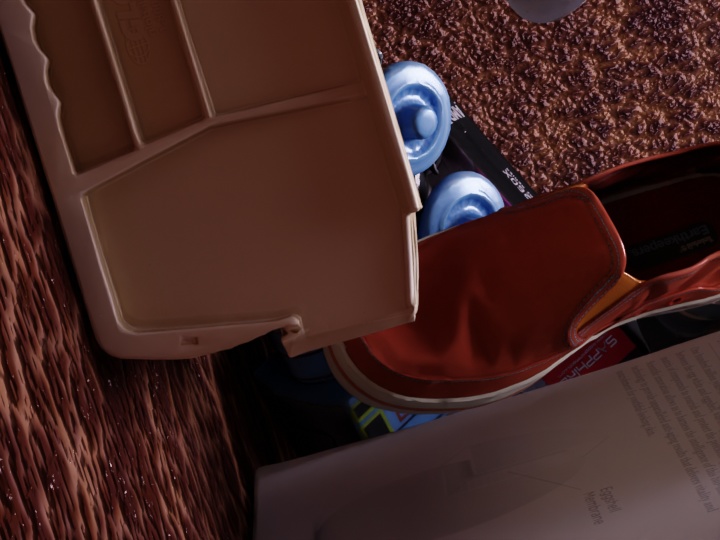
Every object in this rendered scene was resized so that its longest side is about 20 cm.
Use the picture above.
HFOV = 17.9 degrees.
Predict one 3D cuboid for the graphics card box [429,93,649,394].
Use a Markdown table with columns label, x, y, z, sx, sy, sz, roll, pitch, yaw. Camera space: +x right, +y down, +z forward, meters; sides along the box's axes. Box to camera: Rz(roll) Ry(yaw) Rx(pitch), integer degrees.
| label | x | y | z | sx | sy | sz | roll | pitch | yaw |
| --- | --- | --- | --- | --- | --- | --- | --- | --- | --- |
| graphics card box | 0.057 | 0.030 | 1.080 | 0.200 | 0.125 | 0.051 | 49 | 21 | 5 |

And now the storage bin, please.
| label | x | y | z | sx | sy | sz | roll | pitch | yaw |
| --- | --- | --- | --- | --- | --- | --- | --- | --- | --- |
| storage bin | -0.046 | -0.075 | 0.684 | 0.200 | 0.093 | 0.200 | -43 | 117 | -88 |

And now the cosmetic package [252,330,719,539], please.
| label | x | y | z | sx | sy | sz | roll | pitch | yaw |
| --- | --- | --- | --- | --- | --- | --- | --- | --- | --- |
| cosmetic package | 0.074 | 0.123 | 0.768 | 0.199 | 0.198 | 0.124 | -95 | 167 | -77 |

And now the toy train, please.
| label | x | y | z | sx | sy | sz | roll | pitch | yaw |
| --- | --- | --- | --- | --- | --- | --- | --- | --- | --- |
| toy train | 0.000 | 0.000 | 0.928 | 0.086 | 0.114 | 0.201 | 12 | -43 | 49 |

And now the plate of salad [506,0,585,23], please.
| label | x | y | z | sx | sy | sz | roll | pitch | yaw |
| --- | --- | --- | --- | --- | --- | --- | --- | --- | --- |
| plate of salad | 0.088 | -0.209 | 0.995 | 0.200 | 0.048 | 0.202 | -170 | -90 | -71 |

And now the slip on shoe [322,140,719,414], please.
| label | x | y | z | sx | sy | sz | roll | pitch | yaw |
| --- | --- | --- | --- | --- | --- | --- | --- | --- | --- |
| slip on shoe | 0.077 | -0.003 | 0.871 | 0.061 | 0.198 | 0.074 | 103 | -35 | -59 |

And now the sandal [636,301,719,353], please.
| label | x | y | z | sx | sy | sz | roll | pitch | yaw |
| --- | --- | --- | --- | --- | --- | --- | --- | --- | --- |
| sandal | 0.160 | 0.033 | 0.945 | 0.082 | 0.054 | 0.200 | 66 | -9 | -6 |
